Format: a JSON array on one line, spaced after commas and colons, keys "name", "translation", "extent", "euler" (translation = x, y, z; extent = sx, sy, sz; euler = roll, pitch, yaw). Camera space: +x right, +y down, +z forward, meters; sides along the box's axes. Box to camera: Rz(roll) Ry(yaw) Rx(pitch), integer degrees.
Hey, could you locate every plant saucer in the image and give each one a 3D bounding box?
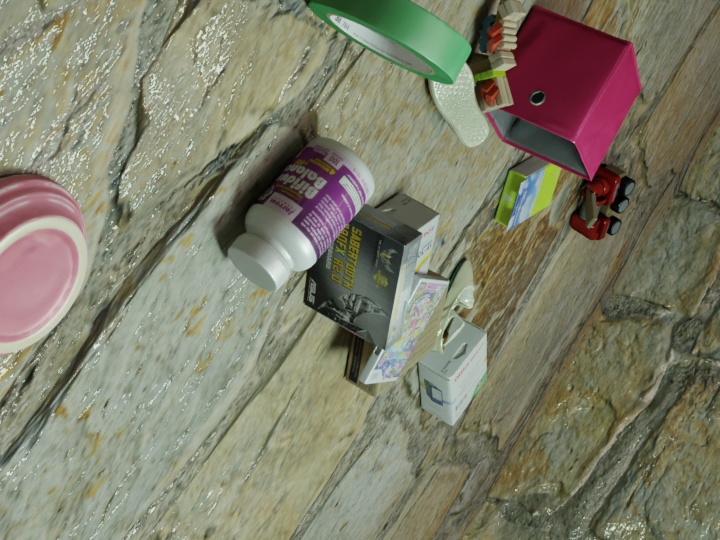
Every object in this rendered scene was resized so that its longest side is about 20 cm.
[{"name": "plant saucer", "translation": [-0.342, 0.005, 1.059], "extent": [0.201, 0.051, 0.201], "euler": [-43, 150, -33]}]

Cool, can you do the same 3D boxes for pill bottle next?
[{"name": "pill bottle", "translation": [-0.080, -0.071, 1.408], "extent": [0.200, 0.112, 0.112], "euler": [-51, 154, -22]}]

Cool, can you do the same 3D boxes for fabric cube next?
[{"name": "fabric cube", "translation": [0.359, -0.311, 1.899], "extent": [0.200, 0.196, 0.200], "euler": [-59, 155, -3]}]

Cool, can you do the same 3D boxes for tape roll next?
[{"name": "tape roll", "translation": [0.035, -0.291, 1.289], "extent": [0.048, 0.200, 0.200], "euler": [-62, 156, 2]}]

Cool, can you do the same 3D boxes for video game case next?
[{"name": "video game case", "translation": [0.075, 0.099, 1.811], "extent": [0.200, 0.018, 0.143], "euler": [-62, 158, 9]}]

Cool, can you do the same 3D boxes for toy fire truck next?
[{"name": "toy fire truck", "translation": [0.564, -0.144, 2.589], "extent": [0.200, 0.129, 0.176], "euler": [-21, 136, -38]}]

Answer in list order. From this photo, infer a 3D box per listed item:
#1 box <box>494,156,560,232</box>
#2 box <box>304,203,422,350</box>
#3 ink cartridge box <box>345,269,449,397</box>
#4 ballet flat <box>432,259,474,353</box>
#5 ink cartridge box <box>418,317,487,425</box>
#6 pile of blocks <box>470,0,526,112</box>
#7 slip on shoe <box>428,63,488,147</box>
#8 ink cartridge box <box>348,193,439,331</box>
[{"name": "box", "translation": [0.344, -0.166, 2.205], "extent": [0.200, 0.048, 0.122], "euler": [-30, 141, -48]}, {"name": "box", "translation": [0.000, 0.000, 1.585], "extent": [0.048, 0.158, 0.200], "euler": [-36, 146, -43]}, {"name": "ink cartridge box", "translation": [0.067, 0.106, 1.928], "extent": [0.200, 0.075, 0.165], "euler": [-34, 143, -44]}, {"name": "ballet flat", "translation": [0.189, 0.077, 2.145], "extent": [0.200, 0.069, 0.069], "euler": [-61, 156, 0]}, {"name": "ink cartridge box", "translation": [0.199, 0.214, 2.285], "extent": [0.145, 0.087, 0.200], "euler": [-49, 155, -25]}, {"name": "pile of blocks", "translation": [0.206, -0.350, 1.711], "extent": [0.062, 0.082, 0.200], "euler": [-12, 112, -56]}, {"name": "slip on shoe", "translation": [0.148, -0.277, 1.702], "extent": [0.074, 0.061, 0.200], "euler": [-35, 140, 0]}, {"name": "ink cartridge box", "translation": [0.043, -0.003, 1.755], "extent": [0.148, 0.086, 0.200], "euler": [-36, 148, -42]}]
